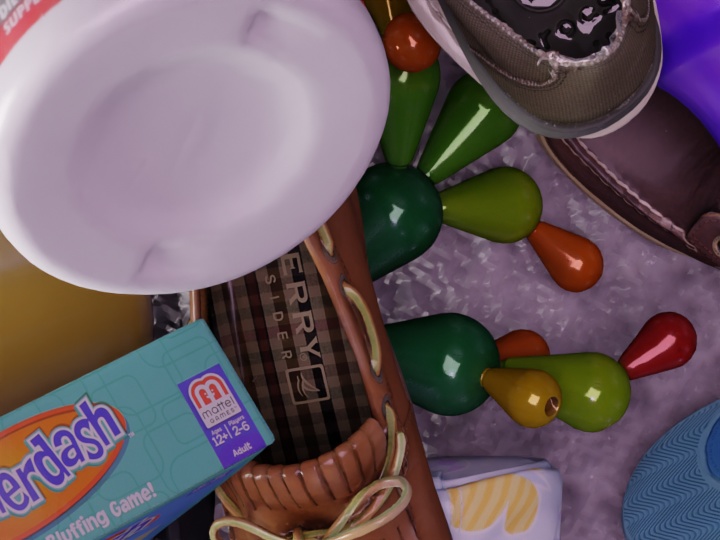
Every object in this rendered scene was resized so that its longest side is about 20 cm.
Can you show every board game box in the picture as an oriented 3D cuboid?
[{"bbox_3d":[-0.132,0.095,0.749,0.152,0.200,0.045,-26,82,-36],"label":"board game box"}]

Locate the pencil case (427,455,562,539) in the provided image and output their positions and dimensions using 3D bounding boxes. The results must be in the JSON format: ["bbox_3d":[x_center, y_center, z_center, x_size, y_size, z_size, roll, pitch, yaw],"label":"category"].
[{"bbox_3d":[0.035,0.159,0.853,0.083,0.091,0.201,-6,93,0],"label":"pencil case"}]

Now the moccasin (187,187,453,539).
[{"bbox_3d":[-0.014,0.056,0.769,0.073,0.078,0.203,-5,96,16],"label":"moccasin"}]

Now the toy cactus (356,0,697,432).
[{"bbox_3d":[0.000,0.000,0.838,0.165,0.102,0.200,-45,99,-6],"label":"toy cactus"}]

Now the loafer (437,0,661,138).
[{"bbox_3d":[0.026,-0.131,0.720,0.075,0.070,0.200,-35,90,-3],"label":"loafer"}]

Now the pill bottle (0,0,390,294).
[{"bbox_3d":[-0.075,-0.099,0.728,0.113,0.114,0.200,-28,49,1],"label":"pill bottle"}]

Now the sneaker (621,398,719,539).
[{"bbox_3d":[0.198,0.089,0.860,0.199,0.130,0.080,-13,55,32],"label":"sneaker"}]

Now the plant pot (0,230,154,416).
[{"bbox_3d":[-0.173,-0.004,0.807,0.188,0.201,0.202,-15,92,-15],"label":"plant pot"}]

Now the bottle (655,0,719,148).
[{"bbox_3d":[0.102,-0.119,0.807,0.083,0.065,0.201,-27,87,15],"label":"bottle"}]

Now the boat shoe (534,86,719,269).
[{"bbox_3d":[0.150,-0.020,0.855,0.199,0.072,0.072,33,92,-1],"label":"boat shoe"}]

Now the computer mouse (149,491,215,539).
[{"bbox_3d":[-0.067,0.118,0.841,0.059,0.034,0.201,33,134,34],"label":"computer mouse"}]

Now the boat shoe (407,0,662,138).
[{"bbox_3d":[0.021,-0.125,0.785,0.072,0.060,0.200,-40,90,-3],"label":"boat shoe"}]
